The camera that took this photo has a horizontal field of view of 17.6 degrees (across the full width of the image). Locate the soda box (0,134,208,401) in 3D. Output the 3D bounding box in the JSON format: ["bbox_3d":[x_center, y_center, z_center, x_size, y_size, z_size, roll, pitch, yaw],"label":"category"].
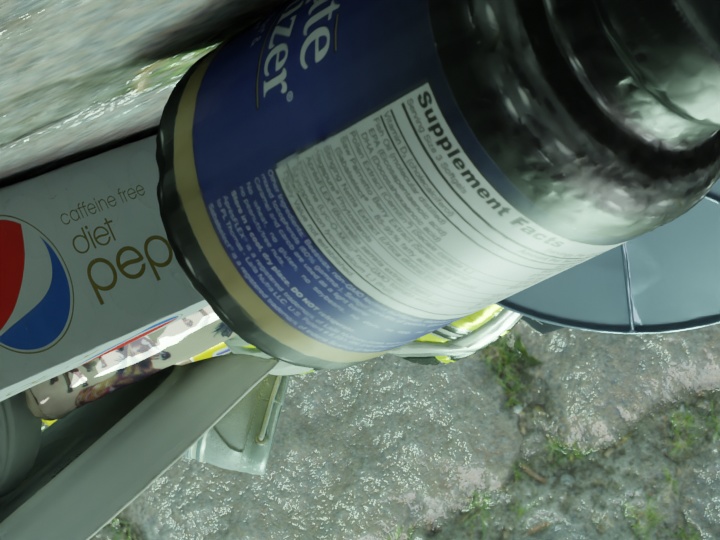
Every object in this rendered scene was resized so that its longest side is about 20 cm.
[{"bbox_3d":[-0.121,0.005,0.849,0.063,0.069,0.200,-26,179,40],"label":"soda box"}]

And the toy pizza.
[{"bbox_3d":[0.097,-0.052,0.873,0.199,0.200,0.032,-26,-145,34],"label":"toy pizza"}]

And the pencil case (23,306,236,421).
[{"bbox_3d":[-0.065,-0.016,0.982,0.199,0.090,0.078,-26,151,10],"label":"pencil case"}]

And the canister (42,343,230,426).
[{"bbox_3d":[-0.087,0.007,1.262,0.199,0.087,0.149,-24,-176,4],"label":"canister"}]

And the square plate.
[{"bbox_3d":[-0.146,0.103,1.062,0.200,0.029,0.198,-41,-171,-23],"label":"square plate"}]

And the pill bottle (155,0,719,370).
[{"bbox_3d":[0.039,-0.051,0.677,0.199,0.112,0.112,-27,178,43],"label":"pill bottle"}]

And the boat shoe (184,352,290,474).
[{"bbox_3d":[-0.043,0.031,1.369,0.070,0.071,0.202,105,8,-66],"label":"boat shoe"}]

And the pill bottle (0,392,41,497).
[{"bbox_3d":[-0.220,0.081,0.947,0.112,0.113,0.200,-26,177,29],"label":"pill bottle"}]

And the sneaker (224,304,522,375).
[{"bbox_3d":[0.000,0.000,1.031,0.199,0.076,0.076,-18,145,35],"label":"sneaker"}]

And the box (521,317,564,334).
[{"bbox_3d":[0.128,-0.058,1.317,0.148,0.104,0.200,-54,-174,-10],"label":"box"}]
